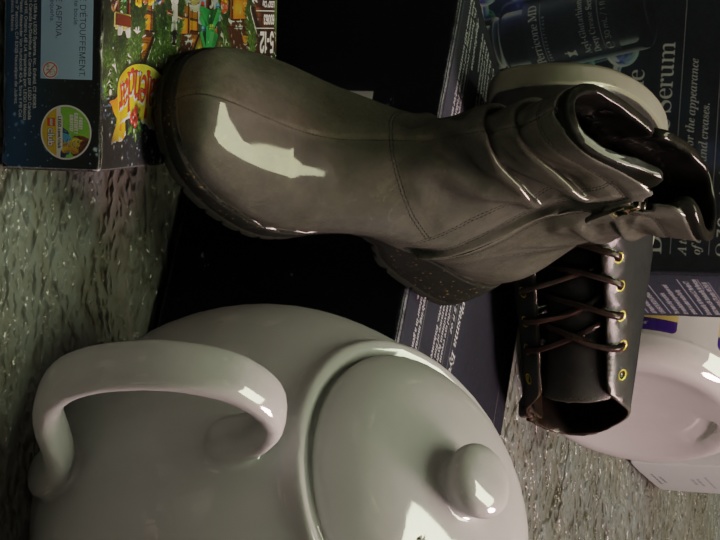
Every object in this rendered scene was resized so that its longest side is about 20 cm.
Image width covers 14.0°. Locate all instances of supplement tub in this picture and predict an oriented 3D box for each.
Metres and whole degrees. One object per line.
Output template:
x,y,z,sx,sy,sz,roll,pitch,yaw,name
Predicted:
0.188,0.004,1.857,0.146,0.145,0.201,68,29,-56,supplement tub

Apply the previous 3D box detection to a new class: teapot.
-0.012,0.091,1.037,0.200,0.146,0.198,-31,95,-50,teapot

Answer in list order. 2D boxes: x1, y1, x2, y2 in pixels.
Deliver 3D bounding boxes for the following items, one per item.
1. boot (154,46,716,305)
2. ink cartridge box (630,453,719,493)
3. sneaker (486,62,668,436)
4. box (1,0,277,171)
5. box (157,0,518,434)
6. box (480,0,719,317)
0.032,-0.047,1.066,0.200,0.130,0.068,22,61,-44,boot
0.319,0.093,2.237,0.145,0.199,0.146,42,52,-70,ink cartridge box
0.095,-0.006,1.258,0.200,0.074,0.107,63,29,-62,sneaker
-0.077,-0.109,1.082,0.200,0.038,0.137,-17,109,-74,box
0.000,0.000,1.252,0.182,0.104,0.201,67,30,-55,box
0.108,-0.061,1.454,0.107,0.199,0.149,38,54,-70,box
